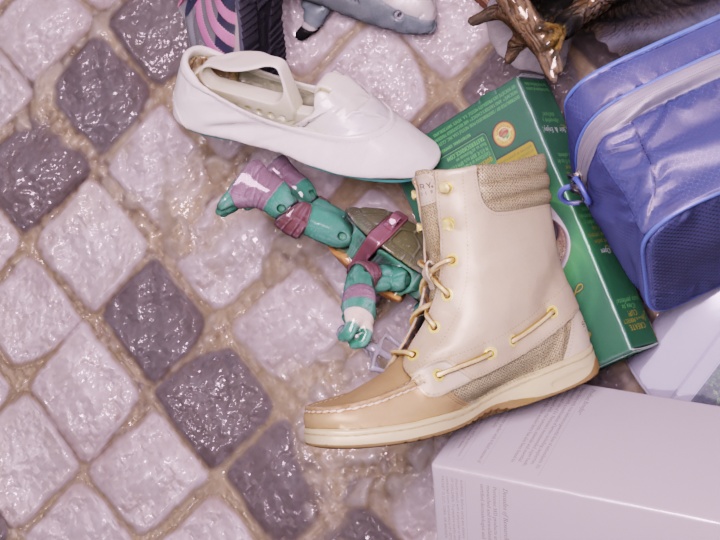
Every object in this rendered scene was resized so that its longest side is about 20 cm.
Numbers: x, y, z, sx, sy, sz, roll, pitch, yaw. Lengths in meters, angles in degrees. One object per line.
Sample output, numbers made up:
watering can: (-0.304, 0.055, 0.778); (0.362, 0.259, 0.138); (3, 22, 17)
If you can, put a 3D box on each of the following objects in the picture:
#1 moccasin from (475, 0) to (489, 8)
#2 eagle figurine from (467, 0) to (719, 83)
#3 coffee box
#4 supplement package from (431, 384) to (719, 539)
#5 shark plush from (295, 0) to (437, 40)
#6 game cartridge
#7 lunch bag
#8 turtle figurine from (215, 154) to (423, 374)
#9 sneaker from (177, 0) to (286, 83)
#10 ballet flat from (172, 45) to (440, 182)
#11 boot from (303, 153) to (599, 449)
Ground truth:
moccasin: (0.080, -0.255, 0.978); (0.073, 0.078, 0.202); (-26, 80, 14)
eagle figurine: (0.172, -0.202, 0.887); (0.200, 0.152, 0.151); (-34, 46, -14)
coffee box: (0.109, -0.016, 0.959); (0.123, 0.044, 0.201); (-31, 76, 35)
supplement package: (0.160, 0.155, 0.879); (0.199, 0.121, 0.120); (8, 120, 25)
shark plush: (-0.043, -0.206, 1.033); (0.199, 0.091, 0.084); (-5, 116, 16)
game cartridge: (0.279, 0.081, 0.910); (0.200, 0.041, 0.133); (38, 104, 18)
lunch bag: (0.218, -0.078, 0.868); (0.199, 0.136, 0.133); (-22, 62, 0)
turtle figurine: (0.000, 0.000, 0.964); (0.200, 0.150, 0.101); (40, 87, 8)
sneaker: (-0.098, -0.200, 1.002); (0.082, 0.070, 0.201); (29, 136, 21)
ballet flat: (-0.042, -0.111, 0.963); (0.199, 0.069, 0.070); (15, 93, 17)
boot: (0.044, 0.017, 0.858); (0.199, 0.073, 0.156); (-16, 98, -19)
